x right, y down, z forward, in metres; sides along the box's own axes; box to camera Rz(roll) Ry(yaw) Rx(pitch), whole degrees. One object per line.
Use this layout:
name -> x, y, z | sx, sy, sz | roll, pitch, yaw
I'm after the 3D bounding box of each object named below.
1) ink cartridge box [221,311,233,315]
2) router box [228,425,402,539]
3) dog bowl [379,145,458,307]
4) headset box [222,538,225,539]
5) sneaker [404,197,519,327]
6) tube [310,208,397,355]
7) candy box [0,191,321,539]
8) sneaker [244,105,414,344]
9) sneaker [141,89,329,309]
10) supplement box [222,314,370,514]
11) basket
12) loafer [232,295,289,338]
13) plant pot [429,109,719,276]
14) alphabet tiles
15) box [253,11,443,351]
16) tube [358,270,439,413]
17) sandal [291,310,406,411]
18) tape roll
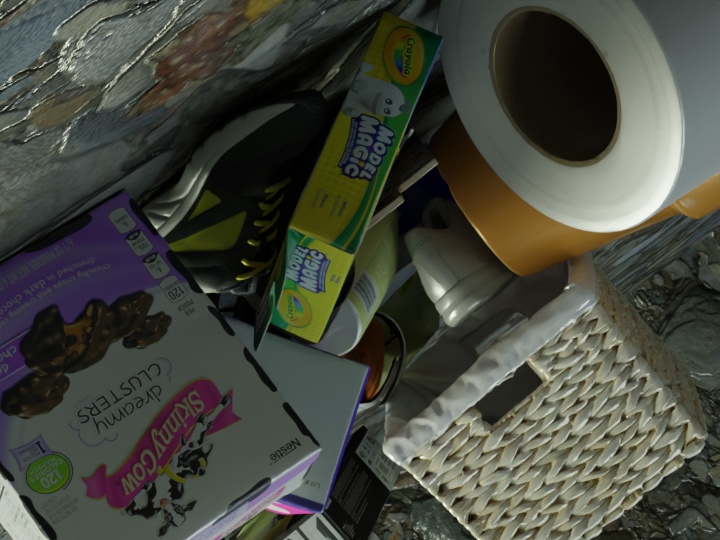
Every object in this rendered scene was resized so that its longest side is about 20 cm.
ink cartridge box -> -0.109, 0.115, 1.870 | 0.084, 0.146, 0.200 | -39, 171, 13
router box -> -0.054, 0.215, 1.826 | 0.157, 0.052, 0.200 | -41, -176, 16
dog bowl -> 0.007, -0.011, 1.899 | 0.200, 0.079, 0.200 | -37, 171, -7
headset box -> -0.174, 0.154, 1.670 | 0.092, 0.175, 0.200 | -10, 177, 15
sneaker -> 0.083, -0.020, 1.777 | 0.075, 0.089, 0.200 | -42, 176, 15
tube -> 0.000, 0.000, 1.689 | 0.058, 0.052, 0.200 | -45, -174, 27
candy box -> -0.150, 0.081, 1.365 | 0.168, 0.200, 0.072 | -33, 168, -25
sneaker -> -0.022, -0.043, 1.520 | 0.106, 0.075, 0.200 | -51, -161, 29
sneaker -> -0.074, -0.035, 1.444 | 0.200, 0.085, 0.074 | -43, 170, 35
supplement box -> -0.068, 0.100, 1.530 | 0.200, 0.101, 0.104 | 142, -33, -78
basket -> 0.139, 0.103, 1.764 | 0.198, 0.161, 0.200 | -41, -172, 10
loafer -> -0.062, 0.078, 1.744 | 0.073, 0.071, 0.201 | 62, 38, -55
plant pot -> 0.159, -0.097, 1.690 | 0.183, 0.201, 0.200 | -35, 172, 14
alphabet tiles -> -0.017, -0.038, 1.688 | 0.167, 0.008, 0.200 | -38, -169, 3
box -> -0.011, -0.047, 1.422 | 0.117, 0.048, 0.200 | 113, 1, -59
tube -> 0.023, 0.055, 1.876 | 0.052, 0.058, 0.200 | -25, 167, -35
sandal -> 0.002, 0.069, 1.737 | 0.059, 0.080, 0.207 | -3, 179, 16
tape roll -> 0.166, -0.142, 1.461 | 0.139, 0.203, 0.203 | -31, 169, -34
